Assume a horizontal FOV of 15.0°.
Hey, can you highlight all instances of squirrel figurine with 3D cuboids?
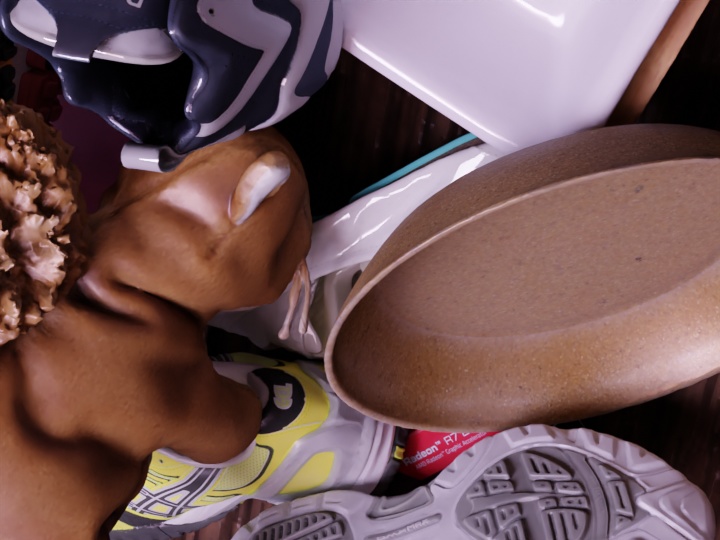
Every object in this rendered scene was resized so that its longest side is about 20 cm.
[{"bbox_3d":[-0.108,0.008,0.993,0.200,0.142,0.187,35,96,-40],"label":"squirrel figurine"}]

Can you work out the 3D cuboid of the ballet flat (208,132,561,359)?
[{"bbox_3d":[0.000,0.000,1.077,0.200,0.069,0.069,-21,106,33],"label":"ballet flat"}]

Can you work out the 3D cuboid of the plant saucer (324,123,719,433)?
[{"bbox_3d":[0.081,-0.001,0.994,0.200,0.200,0.035,-37,56,38],"label":"plant saucer"}]

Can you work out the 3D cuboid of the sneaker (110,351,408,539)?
[{"bbox_3d":[-0.074,0.064,1.133,0.200,0.076,0.076,-15,149,40],"label":"sneaker"}]

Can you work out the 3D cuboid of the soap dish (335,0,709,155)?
[{"bbox_3d":[0.038,-0.144,0.968,0.200,0.081,0.157,34,128,7],"label":"soap dish"}]

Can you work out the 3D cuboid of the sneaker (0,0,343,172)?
[{"bbox_3d":[-0.067,-0.123,0.903,0.079,0.130,0.199,12,123,21],"label":"sneaker"}]

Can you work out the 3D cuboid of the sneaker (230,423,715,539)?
[{"bbox_3d":[0.048,0.122,1.073,0.200,0.078,0.099,-12,140,20],"label":"sneaker"}]

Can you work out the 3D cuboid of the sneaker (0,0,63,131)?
[{"bbox_3d":[-0.161,-0.047,1.083,0.082,0.078,0.200,24,120,25],"label":"sneaker"}]

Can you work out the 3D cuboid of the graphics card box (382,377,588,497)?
[{"bbox_3d":[0.072,0.139,1.136,0.125,0.051,0.200,-29,102,37],"label":"graphics card box"}]

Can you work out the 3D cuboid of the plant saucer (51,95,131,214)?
[{"bbox_3d":[-0.122,-0.097,1.102,0.200,0.051,0.201,13,122,21],"label":"plant saucer"}]
